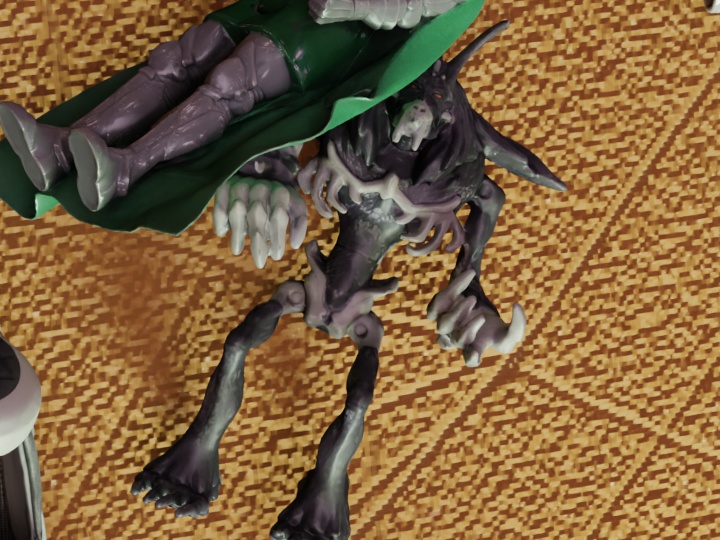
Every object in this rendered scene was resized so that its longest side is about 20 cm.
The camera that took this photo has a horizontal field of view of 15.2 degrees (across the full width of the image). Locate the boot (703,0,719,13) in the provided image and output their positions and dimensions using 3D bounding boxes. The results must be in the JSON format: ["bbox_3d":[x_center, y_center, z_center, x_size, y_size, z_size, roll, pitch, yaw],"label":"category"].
[{"bbox_3d":[0.169,-0.110,0.975,0.095,0.074,0.200,-26,100,-3],"label":"boot"}]

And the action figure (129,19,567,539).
[{"bbox_3d":[0.000,0.000,0.927,0.119,0.102,0.200,22,94,-7],"label":"action figure"}]

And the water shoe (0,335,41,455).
[{"bbox_3d":[-0.188,0.057,0.872,0.200,0.072,0.079,2,115,23],"label":"water shoe"}]

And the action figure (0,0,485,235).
[{"bbox_3d":[-0.023,-0.079,0.895,0.200,0.118,0.055,-33,125,-30],"label":"action figure"}]

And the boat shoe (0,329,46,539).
[{"bbox_3d":[-0.143,0.100,0.923,0.072,0.071,0.200,-9,105,-14],"label":"boat shoe"}]
